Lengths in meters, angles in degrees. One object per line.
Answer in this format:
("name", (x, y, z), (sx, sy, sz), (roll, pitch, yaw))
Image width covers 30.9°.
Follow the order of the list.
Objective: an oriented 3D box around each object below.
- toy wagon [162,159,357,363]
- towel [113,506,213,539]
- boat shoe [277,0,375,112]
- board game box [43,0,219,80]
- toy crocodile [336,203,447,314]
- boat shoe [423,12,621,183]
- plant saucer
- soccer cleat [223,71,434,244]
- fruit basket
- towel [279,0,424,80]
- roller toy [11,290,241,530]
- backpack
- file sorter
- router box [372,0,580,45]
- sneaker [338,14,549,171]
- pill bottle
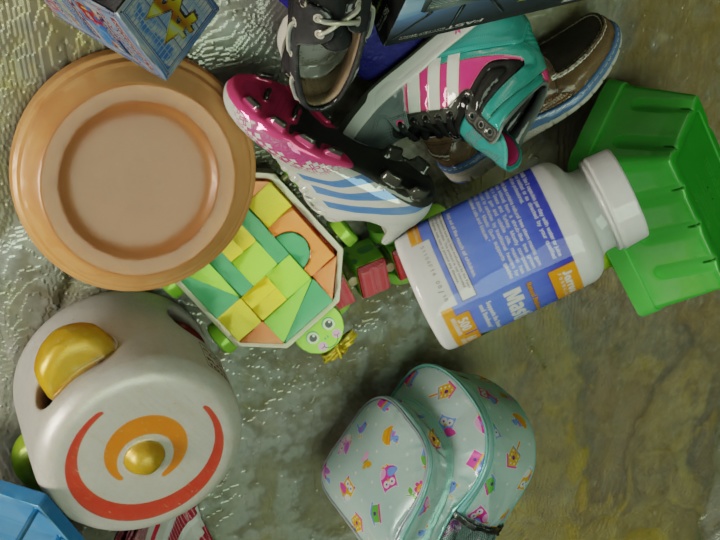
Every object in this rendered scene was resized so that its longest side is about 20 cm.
("toy wagon", (-0.075, 0.004, 1.128), (0.155, 0.040, 0.200), (-41, 105, 5))
("towel", (-0.181, 0.281, 1.245), (0.022, 0.145, 0.201), (-1, 130, 16))
("boat shoe", (-0.024, -0.185, 0.950), (0.073, 0.061, 0.200), (-9, 160, -17))
("board game box", (-0.130, -0.219, 0.886), (0.199, 0.200, 0.062), (-37, 129, 2))
("toy crocodile", (0.000, 0.000, 1.187), (0.199, 0.062, 0.068), (-26, 129, -7))
("boat shoe", (0.140, -0.162, 1.140), (0.200, 0.072, 0.072), (-42, 128, 5))
("plant saucer", (-0.178, -0.075, 1.037), (0.198, 0.037, 0.202), (-6, 112, -15))
("soccer cleat", (-0.035, -0.083, 1.060), (0.199, 0.070, 0.086), (28, 130, -17))
("fruit basket", (0.240, -0.060, 1.235), (0.156, 0.214, 0.217), (-59, 140, -34))
("towel", (-0.006, -0.256, 1.025), (0.148, 0.050, 0.200), (-42, 129, 12))
("roller toy", (-0.199, 0.123, 1.122), (0.181, 0.140, 0.202), (-1, 121, -26))
("backpack", (0.069, 0.194, 1.280), (0.153, 0.176, 0.201), (26, 104, -40))
("file sorter", (-0.312, 0.278, 1.128), (0.123, 0.137, 0.201), (-63, 149, -32))
("router box", (0.110, -0.237, 0.958), (0.198, 0.150, 0.063), (-14, 84, -10))
("sneaker", (0.079, -0.124, 1.087), (0.200, 0.121, 0.083), (-39, 166, 19))
("pill bottle", (0.139, -0.023, 1.109), (0.198, 0.113, 0.112), (-25, 130, 7))
